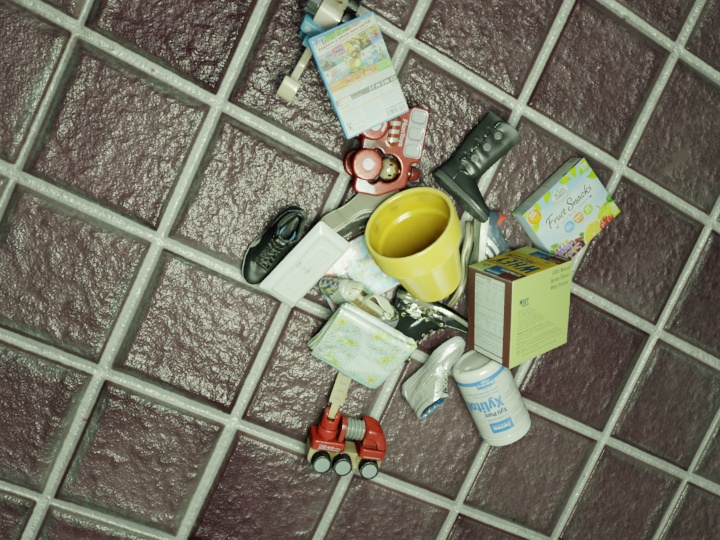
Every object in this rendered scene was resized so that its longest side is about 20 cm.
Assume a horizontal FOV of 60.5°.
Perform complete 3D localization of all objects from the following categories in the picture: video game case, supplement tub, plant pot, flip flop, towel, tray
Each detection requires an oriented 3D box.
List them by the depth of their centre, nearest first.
[{"bbox_3d":[-0.002,-0.383,1.218,0.141,0.018,0.203,-25,106,-7],"label":"video game case"},{"bbox_3d":[0.132,-0.040,1.319,0.200,0.201,0.190,-36,132,-4],"label":"plant pot"},{"bbox_3d":[-0.116,-0.006,1.334,0.200,0.022,0.107,-45,128,10],"label":"tray"},{"bbox_3d":[-0.001,0.170,1.367,0.198,0.049,0.172,30,131,-13],"label":"towel"},{"bbox_3d":[0.000,0.000,1.403,0.198,0.017,0.145,-29,104,-7],"label":"video game case"},{"bbox_3d":[0.222,-0.016,1.424,0.057,0.081,0.204,10,96,3],"label":"flip flop"},{"bbox_3d":[0.310,0.294,1.461,0.131,0.132,0.202,-28,103,-6],"label":"supplement tub"}]

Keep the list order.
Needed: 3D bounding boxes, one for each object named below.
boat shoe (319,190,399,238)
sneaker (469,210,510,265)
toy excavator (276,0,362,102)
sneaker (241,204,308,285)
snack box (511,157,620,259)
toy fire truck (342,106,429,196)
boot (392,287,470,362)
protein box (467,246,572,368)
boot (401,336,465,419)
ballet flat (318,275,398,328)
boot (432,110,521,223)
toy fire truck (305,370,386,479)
[{"bbox_3d":[-0.003,-0.127,1.370,0.198,0.057,0.067,-28,68,-10],"label":"boat shoe"},{"bbox_3d":[0.303,-0.038,1.434,0.083,0.075,0.204,6,98,-9],"label":"sneaker"},{"bbox_3d":[-0.095,-0.467,1.269,0.099,0.200,0.196,27,49,-14],"label":"toy excavator"},{"bbox_3d":[-0.186,-0.052,1.304,0.073,0.112,0.201,34,91,-14],"label":"sneaker"},{"bbox_3d":[0.486,-0.138,1.462,0.200,0.068,0.169,-42,105,-4],"label":"snack box"},{"bbox_3d":[0.058,-0.259,1.325,0.165,0.112,0.204,8,98,-14],"label":"toy fire truck"},{"bbox_3d":[0.147,0.144,1.433,0.201,0.074,0.156,24,96,-10],"label":"boot"},{"bbox_3d":[0.355,0.077,1.388,0.196,0.134,0.203,-16,114,-32],"label":"protein box"},{"bbox_3d":[0.185,0.251,1.420,0.073,0.096,0.201,23,115,-45],"label":"boot"},{"bbox_3d":[0.004,0.060,1.357,0.199,0.072,0.073,33,91,-7],"label":"ballet flat"},{"bbox_3d":[0.287,-0.233,1.387,0.165,0.066,0.200,45,86,4],"label":"boot"},{"bbox_3d":[-0.023,0.348,1.415,0.173,0.129,0.203,12,106,-14],"label":"toy fire truck"}]
